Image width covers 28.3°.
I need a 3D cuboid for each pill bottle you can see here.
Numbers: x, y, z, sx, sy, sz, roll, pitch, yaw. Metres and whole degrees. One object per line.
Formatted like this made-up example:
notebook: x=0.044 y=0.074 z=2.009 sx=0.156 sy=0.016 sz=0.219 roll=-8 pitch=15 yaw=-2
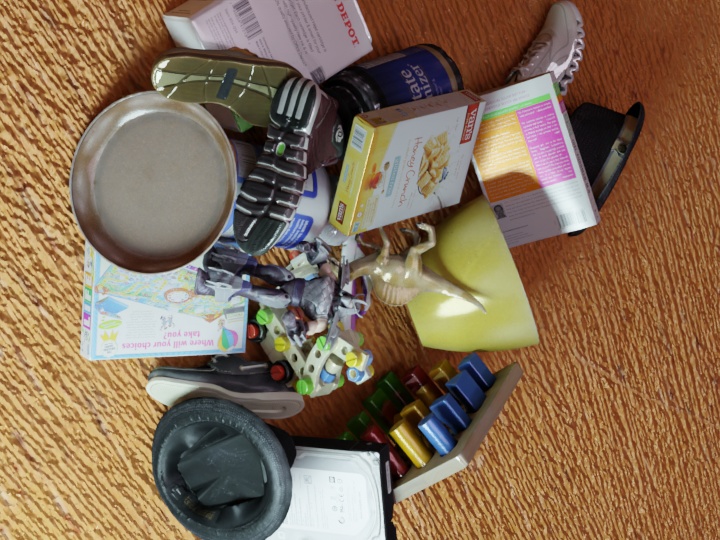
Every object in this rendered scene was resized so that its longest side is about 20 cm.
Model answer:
pill bottle: x=-0.104 y=-0.085 z=1.671 sx=0.198 sy=0.112 sz=0.114 roll=11 pitch=94 yaw=-33
pill bottle: x=0.022 y=-0.196 z=1.709 sx=0.199 sy=0.111 sz=0.113 roll=-25 pitch=112 yaw=-38

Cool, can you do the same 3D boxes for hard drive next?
hard drive: x=-0.056 y=0.273 z=1.730 sx=0.038 sy=0.198 sz=0.142 roll=-30 pitch=119 yaw=-60

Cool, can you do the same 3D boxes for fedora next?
fedora: x=0.298 y=-0.150 z=1.908 sx=0.091 sy=0.201 sz=0.202 roll=28 pitch=83 yaw=1
fedora: x=-0.147 y=0.224 z=1.677 sx=0.091 sy=0.198 sz=0.203 roll=-28 pitch=117 yaw=-56

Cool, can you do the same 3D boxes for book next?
book: x=0.214 y=-0.139 z=1.827 sx=0.048 sy=0.132 sz=0.202 roll=-38 pitch=112 yaw=-63

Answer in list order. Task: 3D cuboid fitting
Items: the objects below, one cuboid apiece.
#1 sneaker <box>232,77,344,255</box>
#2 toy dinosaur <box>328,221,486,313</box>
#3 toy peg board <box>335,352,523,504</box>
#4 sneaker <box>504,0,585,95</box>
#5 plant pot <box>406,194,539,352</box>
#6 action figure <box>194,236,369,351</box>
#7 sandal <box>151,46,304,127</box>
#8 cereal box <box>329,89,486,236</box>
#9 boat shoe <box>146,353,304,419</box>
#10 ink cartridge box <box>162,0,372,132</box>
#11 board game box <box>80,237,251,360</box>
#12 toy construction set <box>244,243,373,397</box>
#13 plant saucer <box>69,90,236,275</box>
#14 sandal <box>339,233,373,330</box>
sneaker: x=-0.066 y=-0.107 z=1.591 sx=0.115 sy=0.075 sz=0.202 roll=11 pitch=102 yaw=-61
toy dinosaur: x=0.058 y=-0.004 z=1.723 sx=0.197 sy=0.058 sz=0.102 roll=12 pitch=78 yaw=-5
toy peg board: x=0.072 y=0.181 z=1.764 sx=0.098 sy=0.199 sz=0.200 roll=49 pitch=40 yaw=-8
sneaker: x=0.237 y=-0.261 z=1.878 sx=0.080 sy=0.075 sz=0.202 roll=15 pitch=91 yaw=-24
plant pot: x=0.126 y=0.022 z=1.809 sx=0.140 sy=0.200 sz=0.202 roll=-20 pitch=112 yaw=1
action figure: x=-0.087 y=0.021 z=1.622 sx=0.197 sy=0.070 sz=0.131 roll=13 pitch=54 yaw=-2
sandal: x=-0.141 y=-0.211 z=1.556 sx=0.198 sy=0.054 sz=0.081 roll=9 pitch=127 yaw=-36
cereal box: x=0.058 y=-0.128 z=1.677 sx=0.199 sy=0.039 sz=0.145 roll=-19 pitch=133 yaw=-42
boat shoe: x=-0.164 y=0.134 z=1.717 sx=0.198 sy=0.072 sz=0.068 roll=7 pitch=59 yaw=-26
ink cartridge box: x=-0.104 y=-0.275 z=1.648 sx=0.199 sy=0.084 sz=0.147 roll=-34 pitch=116 yaw=-21
board game box: x=-0.225 y=0.031 z=1.664 sx=0.198 sy=0.034 sz=0.136 roll=-1 pitch=100 yaw=-32
toy construction set: x=-0.064 y=0.067 z=1.703 sx=0.091 sy=0.201 sz=0.131 roll=9 pitch=135 yaw=-42
plant saucer: x=-0.225 y=-0.096 z=1.576 sx=0.032 sy=0.198 sz=0.203 roll=4 pitch=101 yaw=-76
sandal: x=0.000 y=0.001 z=1.766 sx=0.049 sy=0.082 sz=0.205 roll=3 pitch=98 yaw=0
